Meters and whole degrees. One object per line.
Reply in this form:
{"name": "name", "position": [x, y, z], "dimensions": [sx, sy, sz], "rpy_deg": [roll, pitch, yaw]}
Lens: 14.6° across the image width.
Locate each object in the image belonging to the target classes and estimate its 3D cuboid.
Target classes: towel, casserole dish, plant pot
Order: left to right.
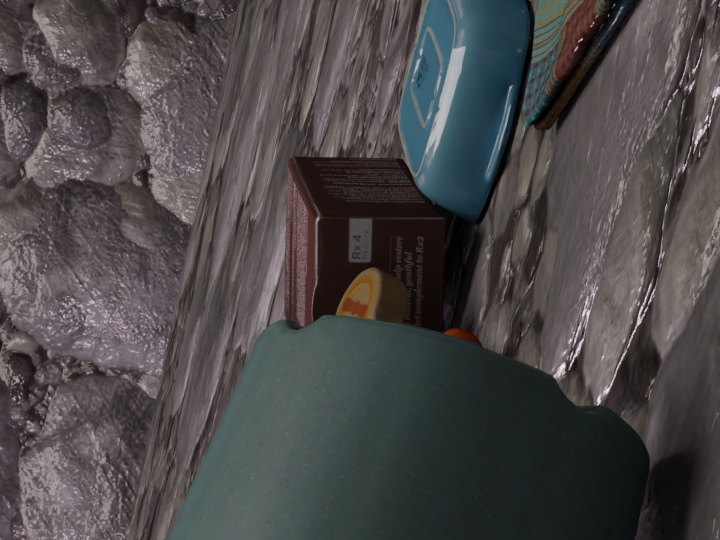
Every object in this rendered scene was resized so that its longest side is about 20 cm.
{"name": "plant pot", "position": [0.004, 0.132, 0.974], "dimensions": [0.200, 0.200, 0.197], "rpy_deg": [128, 162, -72]}
{"name": "casserole dish", "position": [0.052, -0.101, 1.518], "dimensions": [0.200, 0.039, 0.121], "rpy_deg": [-99, 23, -72]}
{"name": "towel", "position": [0.110, -0.182, 1.297], "dimensions": [0.147, 0.022, 0.200], "rpy_deg": [118, 163, -64]}

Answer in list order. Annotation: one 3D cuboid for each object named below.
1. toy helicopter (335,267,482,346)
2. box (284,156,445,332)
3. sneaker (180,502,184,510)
{"name": "toy helicopter", "position": [0.016, 0.060, 1.352], "dimensions": [0.132, 0.079, 0.200], "rpy_deg": [-55, 25, 28]}
{"name": "box", "position": [0.000, 0.000, 1.542], "dimensions": [0.200, 0.075, 0.100], "rpy_deg": [-108, 19, -77]}
{"name": "sneaker", "position": [-0.062, 0.178, 1.628], "dimensions": [0.076, 0.105, 0.201], "rpy_deg": [-118, 42, -79]}
